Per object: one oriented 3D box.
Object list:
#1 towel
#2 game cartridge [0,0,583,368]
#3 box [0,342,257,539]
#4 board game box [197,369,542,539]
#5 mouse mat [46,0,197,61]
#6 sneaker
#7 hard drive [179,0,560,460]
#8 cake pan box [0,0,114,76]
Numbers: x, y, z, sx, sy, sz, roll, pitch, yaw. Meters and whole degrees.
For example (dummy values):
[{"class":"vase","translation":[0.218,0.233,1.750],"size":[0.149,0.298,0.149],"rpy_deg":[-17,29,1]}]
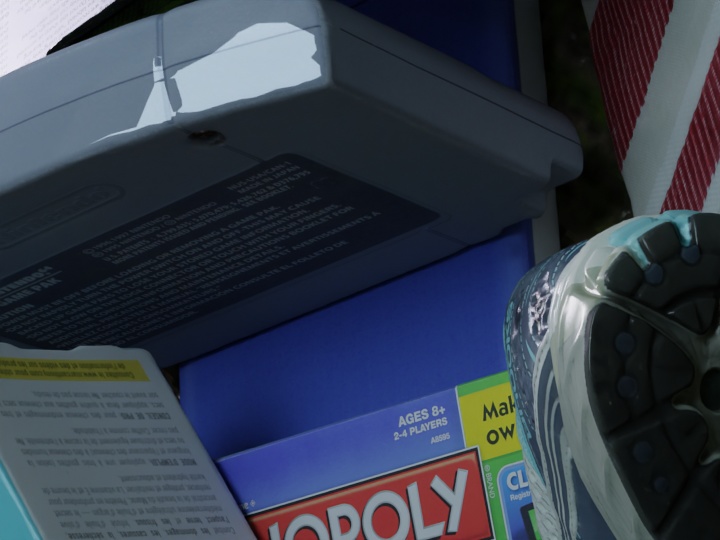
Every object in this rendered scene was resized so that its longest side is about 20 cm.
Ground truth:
[{"class":"towel","translation":[0.092,-0.039,0.659],"size":[0.144,0.023,0.201],"rpy_deg":[102,162,-55]},{"class":"game cartridge","translation":[-0.056,-0.018,0.723],"size":[0.199,0.133,0.041],"rpy_deg":[-22,67,33]},{"class":"box","translation":[-0.050,0.110,0.669],"size":[0.049,0.082,0.201],"rpy_deg":[-46,61,27]},{"class":"board game box","translation":[0.006,0.107,0.695],"size":[0.199,0.029,0.135],"rpy_deg":[-20,75,35]},{"class":"mouse mat","translation":[0.015,-0.112,0.724],"size":[0.161,0.200,0.008],"rpy_deg":[-31,92,29]},{"class":"sneaker","translation":[0.087,0.081,0.594],"size":[0.086,0.077,0.201],"rpy_deg":[4,113,70]},{"class":"hard drive","translation":[0.000,0.000,0.778],"size":[0.131,0.025,0.201],"rpy_deg":[-23,56,33]},{"class":"cake pan box","translation":[-0.119,-0.062,0.874],"size":[0.200,0.052,0.185],"rpy_deg":[-36,38,28]}]
